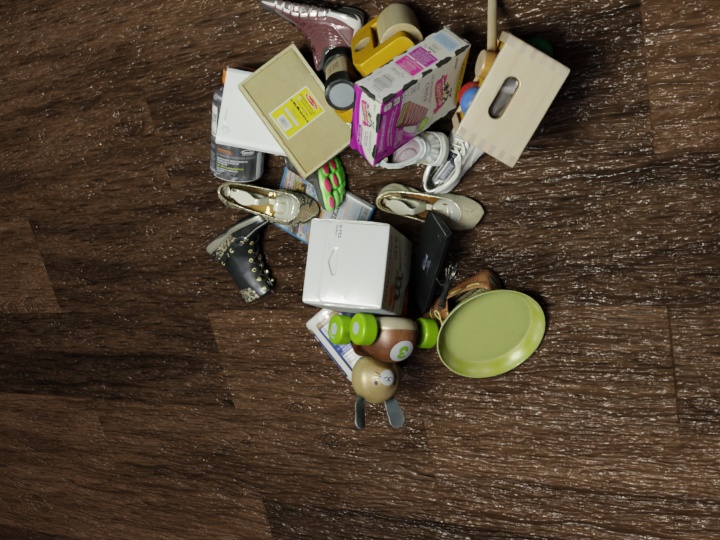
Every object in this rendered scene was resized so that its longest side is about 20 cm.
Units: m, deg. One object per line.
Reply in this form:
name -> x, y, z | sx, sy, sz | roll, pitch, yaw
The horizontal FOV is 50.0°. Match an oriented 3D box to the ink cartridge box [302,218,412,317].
ink cartridge box -> 0.000, 0.000, 1.366 | 0.142, 0.200, 0.148 | 4, 85, 17

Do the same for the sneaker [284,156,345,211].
sneaker -> -0.092, -0.202, 1.446 | 0.083, 0.076, 0.202 | -27, 85, 41

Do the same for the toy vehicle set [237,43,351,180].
toy vehicle set -> -0.108, -0.278, 1.358 | 0.124, 0.027, 0.201 | -36, 93, -7

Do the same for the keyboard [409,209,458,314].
keyboard -> 0.132, 0.002, 1.359 | 0.202, 0.020, 0.128 | 101, 150, -46

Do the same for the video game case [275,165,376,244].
video game case -> -0.076, -0.109, 1.507 | 0.198, 0.018, 0.144 | 30, 124, 14

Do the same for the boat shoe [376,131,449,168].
boat shoe -> 0.065, -0.210, 1.319 | 0.201, 0.064, 0.076 | 17, 105, 52

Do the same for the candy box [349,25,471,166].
candy box -> 0.076, -0.270, 1.199 | 0.061, 0.199, 0.137 | 41, 153, 21

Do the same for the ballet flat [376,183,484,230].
ballet flat -> 0.119, -0.106, 1.373 | 0.197, 0.062, 0.068 | 13, 117, 23

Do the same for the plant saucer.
plant saucer -> 0.229, 0.107, 1.374 | 0.197, 0.031, 0.202 | -5, 126, -7

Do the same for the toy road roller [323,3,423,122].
toy road roller -> 0.037, -0.324, 1.286 | 0.199, 0.124, 0.146 | -33, 126, 22

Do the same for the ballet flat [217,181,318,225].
ballet flat -> -0.180, -0.128, 1.468 | 0.197, 0.075, 0.069 | 14, 94, 5

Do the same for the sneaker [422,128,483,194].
sneaker -> 0.172, -0.205, 1.293 | 0.073, 0.071, 0.201 | 35, 122, 11

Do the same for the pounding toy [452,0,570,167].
pounding toy -> 0.213, -0.293, 1.163 | 0.141, 0.184, 0.202 | 28, 109, -4

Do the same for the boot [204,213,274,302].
boot -> -0.215, -0.032, 1.588 | 0.202, 0.073, 0.155 | -27, 100, 39

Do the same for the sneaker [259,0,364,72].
sneaker -> -0.092, -0.410, 1.348 | 0.198, 0.076, 0.117 | 20, 123, 19

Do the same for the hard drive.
hard drive -> -0.150, -0.276, 1.380 | 0.197, 0.026, 0.134 | 9, 87, -7

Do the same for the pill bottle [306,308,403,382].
pill bottle -> -0.007, 0.148, 1.527 | 0.111, 0.111, 0.201 | -38, 91, 35

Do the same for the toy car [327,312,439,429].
toy car -> 0.038, 0.184, 1.398 | 0.157, 0.162, 0.203 | -8, 78, 59

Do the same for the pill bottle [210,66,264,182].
pill bottle -> -0.229, -0.279, 1.462 | 0.105, 0.106, 0.203 | 20, 120, 20

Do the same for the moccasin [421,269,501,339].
moccasin -> 0.174, 0.078, 1.415 | 0.201, 0.078, 0.074 | -35, 95, 36
